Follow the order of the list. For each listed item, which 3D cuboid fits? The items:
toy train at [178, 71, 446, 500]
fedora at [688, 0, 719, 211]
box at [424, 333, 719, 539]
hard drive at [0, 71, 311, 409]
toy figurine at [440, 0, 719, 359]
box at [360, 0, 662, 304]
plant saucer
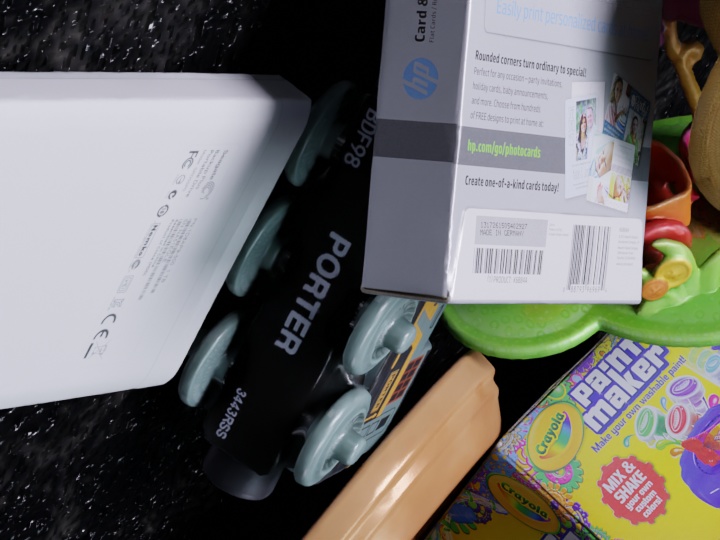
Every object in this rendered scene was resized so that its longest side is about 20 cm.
[{"bbox_3d":[0.000,0.000,1.035,0.200,0.085,0.114,-64,164,21],"label":"toy train"},{"bbox_3d":[0.196,-0.105,0.992,0.200,0.082,0.201,-24,147,-17],"label":"fedora"},{"bbox_3d":[0.133,0.111,1.266,0.200,0.122,0.193,-41,169,-34],"label":"box"},{"bbox_3d":[-0.108,-0.009,0.899,0.200,0.027,0.132,-6,130,-57],"label":"hard drive"},{"bbox_3d":[0.114,-0.074,1.106,0.200,0.150,0.184,-20,133,-8],"label":"toy figurine"},{"bbox_3d":[0.063,-0.088,0.953,0.156,0.041,0.200,0,96,-59],"label":"box"},{"bbox_3d":[0.001,0.123,1.170,0.200,0.037,0.200,-49,173,-8],"label":"plant saucer"}]
